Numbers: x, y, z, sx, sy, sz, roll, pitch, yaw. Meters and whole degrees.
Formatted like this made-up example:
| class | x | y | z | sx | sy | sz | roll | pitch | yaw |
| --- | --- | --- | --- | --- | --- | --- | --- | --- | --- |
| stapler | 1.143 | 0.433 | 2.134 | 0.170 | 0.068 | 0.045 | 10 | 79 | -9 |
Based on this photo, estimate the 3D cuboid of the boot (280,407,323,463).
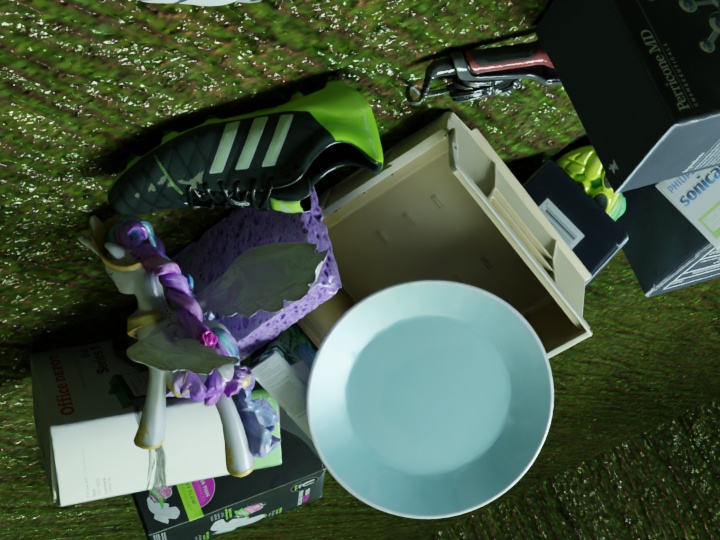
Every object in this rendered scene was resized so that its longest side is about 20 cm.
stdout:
| class | x | y | z | sx | sy | sz | roll | pitch | yaw |
| --- | --- | --- | --- | --- | --- | --- | --- | --- | --- |
| boot | -0.013 | 0.134 | 1.501 | 0.095 | 0.200 | 0.074 | -7 | 114 | -38 |

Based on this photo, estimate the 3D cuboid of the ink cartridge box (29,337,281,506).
| class | x | y | z | sx | sy | sz | roll | pitch | yaw |
| --- | --- | --- | --- | --- | --- | --- | --- | --- | --- |
| ink cartridge box | -0.184 | 0.122 | 1.401 | 0.200 | 0.146 | 0.085 | -9 | 116 | -16 |

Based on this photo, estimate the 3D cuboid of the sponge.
| class | x | y | z | sx | sy | sz | roll | pitch | yaw |
| --- | --- | --- | --- | --- | --- | --- | --- | --- | --- |
| sponge | -0.102 | 0.013 | 1.293 | 0.030 | 0.112 | 0.200 | 13 | 142 | -44 |

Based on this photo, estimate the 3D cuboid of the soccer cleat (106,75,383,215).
| class | x | y | z | sx | sy | sz | roll | pitch | yaw |
| --- | --- | --- | --- | --- | --- | --- | --- | --- | --- |
| soccer cleat | -0.080 | -0.072 | 1.126 | 0.200 | 0.081 | 0.068 | -21 | 162 | -7 |

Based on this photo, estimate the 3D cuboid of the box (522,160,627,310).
| class | x | y | z | sx | sy | sz | roll | pitch | yaw |
| --- | --- | --- | --- | --- | --- | --- | --- | --- | --- |
| box | 0.131 | 0.016 | 1.498 | 0.148 | 0.107 | 0.200 | -43 | 178 | -35 |

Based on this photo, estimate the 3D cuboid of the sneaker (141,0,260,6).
| class | x | y | z | sx | sy | sz | roll | pitch | yaw |
| --- | --- | --- | --- | --- | --- | --- | --- | --- | --- |
| sneaker | -0.070 | -0.191 | 0.802 | 0.088 | 0.074 | 0.200 | -16 | 161 | -26 |

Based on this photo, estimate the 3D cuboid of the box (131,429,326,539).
| class | x | y | z | sx | sy | sz | roll | pitch | yaw |
| --- | --- | --- | --- | --- | --- | --- | --- | --- | --- |
| box | -0.155 | 0.200 | 1.715 | 0.200 | 0.149 | 0.124 | -19 | 161 | -12 |

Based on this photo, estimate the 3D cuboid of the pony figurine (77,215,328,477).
| class | x | y | z | sx | sy | sz | roll | pitch | yaw |
| --- | --- | --- | --- | --- | --- | --- | --- | --- | --- |
| pony figurine | -0.123 | 0.055 | 1.200 | 0.193 | 0.200 | 0.167 | 11 | -143 | 36 |

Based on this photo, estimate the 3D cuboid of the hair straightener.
| class | x | y | z | sx | sy | sz | roll | pitch | yaw |
| --- | --- | --- | --- | --- | --- | --- | --- | --- | --- |
| hair straightener | 0.121 | -0.147 | 1.223 | 0.200 | 0.041 | 0.077 | -16 | 161 | -23 |

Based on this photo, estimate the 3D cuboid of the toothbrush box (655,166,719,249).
| class | x | y | z | sx | sy | sz | roll | pitch | yaw |
| --- | --- | --- | --- | --- | --- | --- | --- | --- | --- |
| toothbrush box | 0.374 | -0.131 | 1.398 | 0.200 | 0.086 | 0.146 | -39 | 174 | -35 |

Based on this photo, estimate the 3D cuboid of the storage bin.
| class | x | y | z | sx | sy | sz | roll | pitch | yaw |
| --- | --- | --- | --- | --- | --- | --- | --- | --- | --- |
| storage bin | 0.056 | 0.004 | 1.316 | 0.200 | 0.199 | 0.094 | -32 | -162 | 26 |

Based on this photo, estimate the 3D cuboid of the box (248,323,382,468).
| class | x | y | z | sx | sy | sz | roll | pitch | yaw |
| --- | --- | --- | --- | --- | --- | --- | --- | --- | --- |
| box | -0.030 | 0.079 | 1.373 | 0.036 | 0.144 | 0.200 | -35 | -160 | 17 |

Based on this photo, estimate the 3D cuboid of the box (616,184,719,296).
| class | x | y | z | sx | sy | sz | roll | pitch | yaw |
| --- | --- | --- | --- | --- | --- | --- | --- | --- | --- |
| box | 0.384 | -0.085 | 1.596 | 0.200 | 0.123 | 0.198 | -13 | 159 | -32 |

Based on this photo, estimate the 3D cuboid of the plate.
| class | x | y | z | sx | sy | sz | roll | pitch | yaw |
| --- | --- | --- | --- | --- | --- | --- | --- | --- | --- |
| plate | 0.055 | 0.102 | 1.276 | 0.200 | 0.200 | 0.026 | -24 | -168 | 2 |

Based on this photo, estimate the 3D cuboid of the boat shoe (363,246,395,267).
| class | x | y | z | sx | sy | sz | roll | pitch | yaw |
| --- | --- | --- | --- | --- | --- | --- | --- | --- | --- |
| boat shoe | 0.000 | 0.000 | 1.469 | 0.072 | 0.061 | 0.201 | -19 | 162 | -15 |

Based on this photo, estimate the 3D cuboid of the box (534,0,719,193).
| class | x | y | z | sx | sy | sz | roll | pitch | yaw |
| --- | --- | --- | --- | --- | --- | --- | --- | --- | --- |
| box | 0.257 | -0.163 | 1.167 | 0.200 | 0.149 | 0.107 | -16 | 161 | -22 |

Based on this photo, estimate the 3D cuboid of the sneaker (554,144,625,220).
| class | x | y | z | sx | sy | sz | roll | pitch | yaw |
| --- | --- | --- | --- | --- | --- | --- | --- | --- | --- |
| sneaker | 0.218 | -0.073 | 1.546 | 0.084 | 0.074 | 0.200 | -43 | 168 | -24 |
